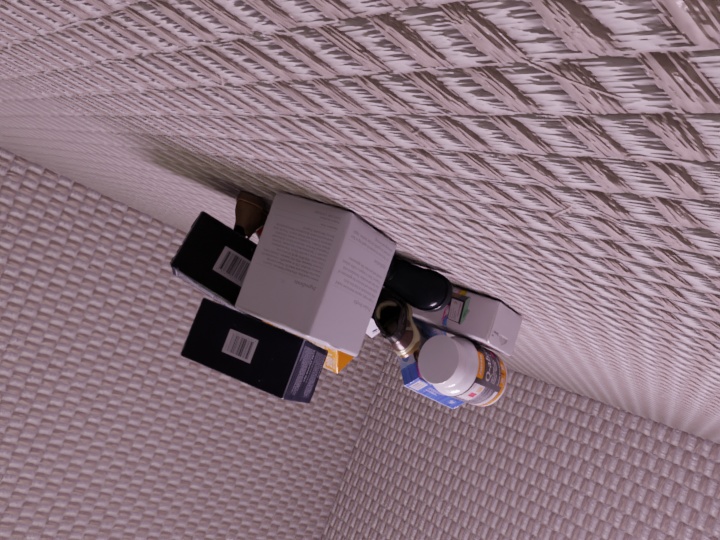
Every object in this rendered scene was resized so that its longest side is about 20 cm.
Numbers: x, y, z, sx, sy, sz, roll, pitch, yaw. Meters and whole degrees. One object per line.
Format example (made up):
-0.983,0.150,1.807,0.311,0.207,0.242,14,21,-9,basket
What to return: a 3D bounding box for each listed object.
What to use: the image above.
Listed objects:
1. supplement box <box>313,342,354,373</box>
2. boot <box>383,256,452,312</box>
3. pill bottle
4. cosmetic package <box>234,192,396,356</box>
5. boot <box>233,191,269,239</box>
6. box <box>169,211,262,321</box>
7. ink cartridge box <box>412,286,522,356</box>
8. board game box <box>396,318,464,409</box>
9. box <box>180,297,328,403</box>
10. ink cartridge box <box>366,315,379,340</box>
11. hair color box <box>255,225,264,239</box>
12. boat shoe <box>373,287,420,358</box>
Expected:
-0.111,0.116,1.579,0.196,0.129,0.073,18,-144,29,supplement box
0.050,0.004,1.364,0.198,0.078,0.167,26,-178,43,boot
0.204,0.198,1.500,0.115,0.119,0.199,17,174,40,pill bottle
-0.070,0.008,1.230,0.162,0.204,0.164,17,173,33,cosmetic package
-0.223,-0.100,1.478,0.072,0.077,0.200,20,176,-2,boot
-0.253,-0.002,1.451,0.198,0.125,0.198,32,169,-10,box
0.210,0.091,1.524,0.197,0.086,0.144,19,174,35,ink cartridge box
0.137,0.171,1.590,0.043,0.203,0.199,-30,144,23,board game box
-0.176,0.143,1.300,0.196,0.106,0.182,20,173,14,box
-0.001,0.069,1.478,0.101,0.039,0.200,65,-175,20,ink cartridge box
-0.126,-0.010,1.512,0.200,0.063,0.112,45,162,43,hair color box
0.059,0.081,1.408,0.065,0.073,0.201,50,-175,-31,boat shoe
